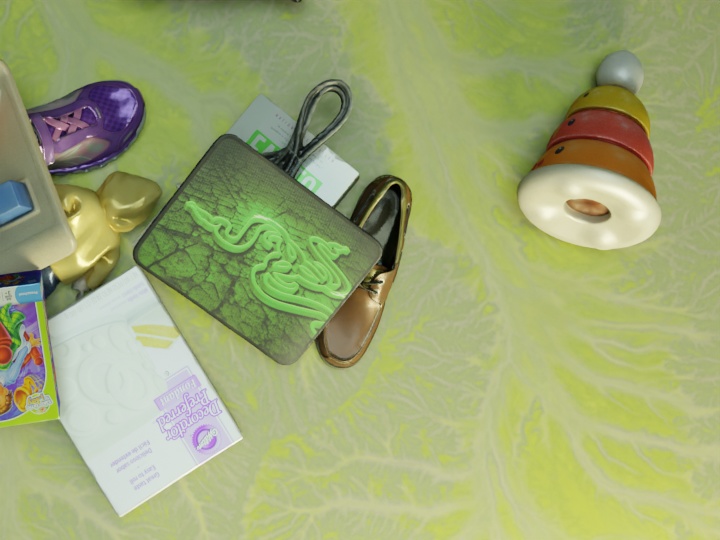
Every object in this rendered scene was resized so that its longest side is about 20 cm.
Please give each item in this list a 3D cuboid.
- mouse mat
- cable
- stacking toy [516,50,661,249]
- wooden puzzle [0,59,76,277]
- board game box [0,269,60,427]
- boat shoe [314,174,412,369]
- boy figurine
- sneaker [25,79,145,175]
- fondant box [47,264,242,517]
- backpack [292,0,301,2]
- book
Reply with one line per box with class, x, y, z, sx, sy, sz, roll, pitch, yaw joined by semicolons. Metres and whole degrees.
mouse mat;-0.099;-0.017;1.478;0.199;0.008;0.161;35;103;-16
cable;-0.076;-0.102;1.493;0.200;0.050;0.097;-38;88;-2
stacking toy;0.247;-0.136;1.558;0.145;0.146;0.201;18;65;-5
wooden puzzle;-0.381;-0.074;1.429;0.184;0.046;0.201;-25;85;12
board game box;-0.384;0.081;1.410;0.198;0.045;0.136;-8;108;-9
boat shoe;0.000;0.000;1.529;0.071;0.068;0.202;15;85;-7
boy figurine;-0.287;-0.036;1.495;0.200;0.064;0.125;-38;116;-9
sneaker;-0.303;-0.130;1.494;0.199;0.088;0.081;-23;87;-9
fondant box;-0.226;0.116;1.501;0.144;0.058;0.201;-32;91;-7
backpack;-0.153;-0.357;1.486;0.198;0.183;0.148;-6;64;-4
book;-0.114;-0.059;1.536;0.133;0.048;0.200;39;84;1
